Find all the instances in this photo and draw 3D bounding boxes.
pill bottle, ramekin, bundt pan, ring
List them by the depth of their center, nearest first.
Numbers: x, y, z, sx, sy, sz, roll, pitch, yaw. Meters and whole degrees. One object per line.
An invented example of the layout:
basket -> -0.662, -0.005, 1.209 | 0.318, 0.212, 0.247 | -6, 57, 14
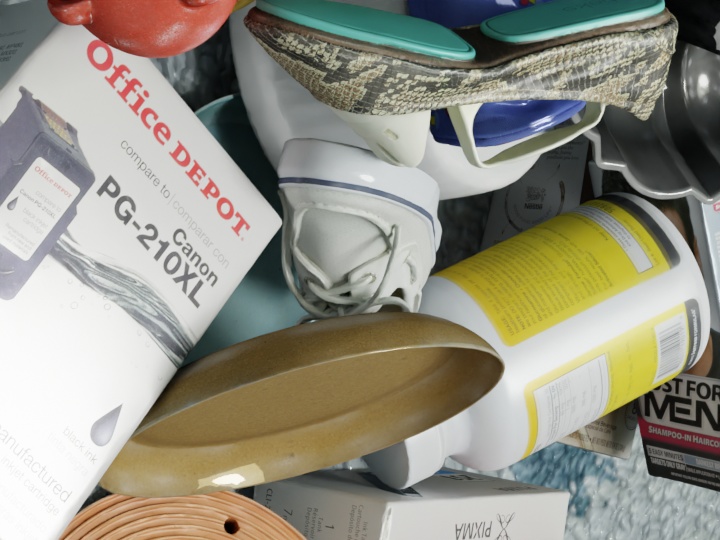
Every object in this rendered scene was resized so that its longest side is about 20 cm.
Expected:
ring -> -0.085, 0.204, 0.905 | 0.198, 0.019, 0.203 | 11, 64, -25
ramekin -> 0.029, -0.130, 0.961 | 0.200, 0.097, 0.203 | 3, 86, -55
bundt pan -> 0.184, -0.142, 0.966 | 0.200, 0.076, 0.204 | -10, 124, -14
pill bottle -> 0.087, 0.042, 1.020 | 0.199, 0.112, 0.113 | -24, 119, -22

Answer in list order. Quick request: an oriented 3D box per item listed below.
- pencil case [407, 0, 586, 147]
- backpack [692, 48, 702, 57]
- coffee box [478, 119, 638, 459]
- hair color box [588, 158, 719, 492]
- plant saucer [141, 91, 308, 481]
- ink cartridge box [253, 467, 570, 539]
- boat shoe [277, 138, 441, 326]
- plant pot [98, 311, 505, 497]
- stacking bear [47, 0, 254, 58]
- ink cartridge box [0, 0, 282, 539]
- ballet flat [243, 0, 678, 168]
pencil case -> 0.056, -0.160, 0.847 | 0.086, 0.078, 0.202 | -21, 108, -36
backpack -> 0.148, -0.226, 1.068 | 0.184, 0.146, 0.201 | -57, 133, -40
coffee box -> 0.134, 0.008, 1.165 | 0.114, 0.079, 0.202 | 17, 85, -51
hair color box -> 0.204, 0.026, 1.088 | 0.060, 0.099, 0.202 | -19, 103, -29
plant saucer -> -0.069, 0.007, 0.952 | 0.199, 0.027, 0.203 | -17, 112, -49
ink cartridge box -> 0.065, 0.147, 1.025 | 0.199, 0.175, 0.045 | 6, 92, -55
boat shoe -> -0.005, -0.001, 0.880 | 0.202, 0.074, 0.087 | 63, 39, -77
plant pot -> -0.030, 0.062, 0.864 | 0.199, 0.199, 0.028 | 6, 62, -52
stacking bear -> -0.072, -0.158, 0.774 | 0.201, 0.120, 0.115 | -72, 158, -57
ink cartridge box -> -0.147, 0.002, 0.783 | 0.145, 0.084, 0.201 | 50, 59, -28
ballet flat -> 0.046, -0.079, 0.785 | 0.198, 0.068, 0.076 | -4, 113, -21
